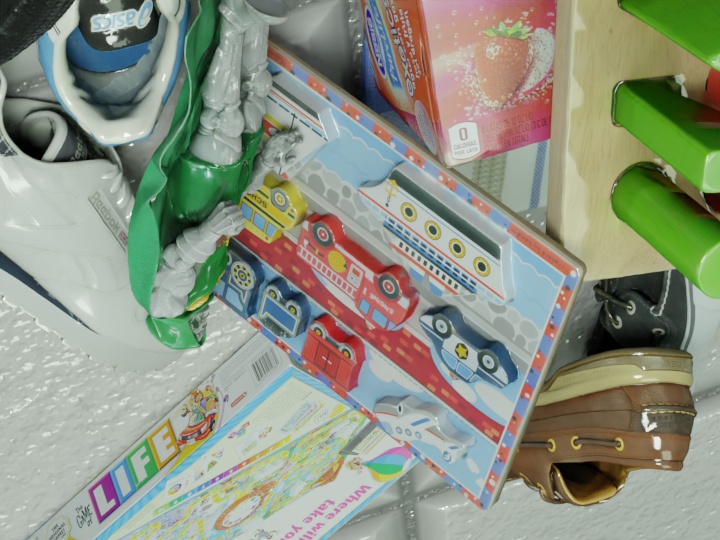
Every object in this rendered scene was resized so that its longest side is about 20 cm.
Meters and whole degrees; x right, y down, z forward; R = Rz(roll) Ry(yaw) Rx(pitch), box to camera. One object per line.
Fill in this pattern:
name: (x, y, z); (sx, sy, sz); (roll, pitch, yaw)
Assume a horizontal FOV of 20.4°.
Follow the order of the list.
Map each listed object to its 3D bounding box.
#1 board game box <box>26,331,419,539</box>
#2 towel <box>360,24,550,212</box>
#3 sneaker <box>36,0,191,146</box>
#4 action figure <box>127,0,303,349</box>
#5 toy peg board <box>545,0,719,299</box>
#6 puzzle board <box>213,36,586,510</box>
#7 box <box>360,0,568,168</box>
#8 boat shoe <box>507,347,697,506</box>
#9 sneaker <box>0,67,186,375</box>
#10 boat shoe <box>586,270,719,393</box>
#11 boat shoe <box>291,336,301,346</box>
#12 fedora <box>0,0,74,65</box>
board game box: (-0.072, 0.124, 1.106); (0.200, 0.034, 0.134); (-41, 138, 16)
towel: (0.091, -0.087, 0.978); (0.198, 0.024, 0.148); (-14, 138, -14)
sneaker: (-0.098, -0.136, 0.789); (0.071, 0.073, 0.201); (-13, 137, -13)
action figure: (-0.062, -0.043, 0.854); (0.054, 0.118, 0.201); (23, 130, 7)
toy peg board: (0.187, -0.085, 0.801); (0.197, 0.098, 0.202); (-7, 116, -16)
puzzle board: (0.000, 0.000, 0.899); (0.017, 0.199, 0.151); (-33, 151, -41)
box: (0.104, -0.128, 0.866); (0.198, 0.100, 0.096); (-16, 117, -11)
boat shoe: (0.110, 0.096, 1.092); (0.071, 0.068, 0.200); (4, 162, -29)
sneaker: (-0.127, -0.021, 0.899); (0.081, 0.077, 0.200); (-45, 139, 8)
boat shoe: (0.155, 0.020, 1.083); (0.056, 0.069, 0.201); (-14, 147, -6)
boat shoe: (0.026, 0.036, 1.038); (0.199, 0.067, 0.074); (14, 125, -39)
fedora: (-0.189, -0.135, 0.708); (0.199, 0.092, 0.201); (-9, 156, -4)
